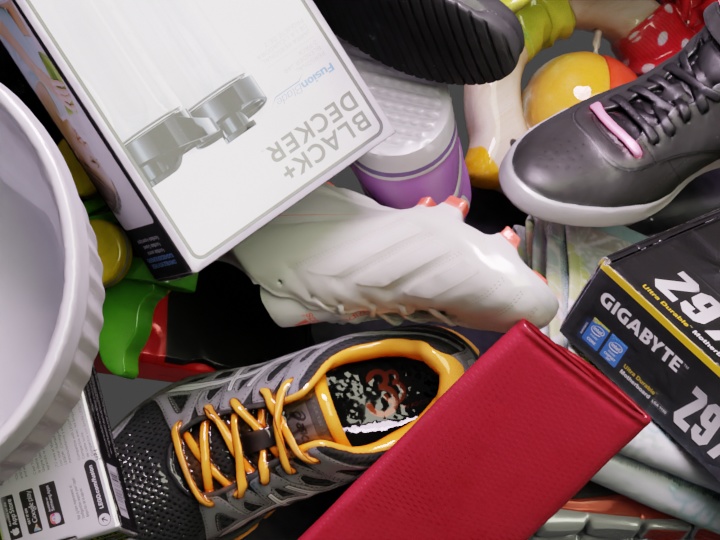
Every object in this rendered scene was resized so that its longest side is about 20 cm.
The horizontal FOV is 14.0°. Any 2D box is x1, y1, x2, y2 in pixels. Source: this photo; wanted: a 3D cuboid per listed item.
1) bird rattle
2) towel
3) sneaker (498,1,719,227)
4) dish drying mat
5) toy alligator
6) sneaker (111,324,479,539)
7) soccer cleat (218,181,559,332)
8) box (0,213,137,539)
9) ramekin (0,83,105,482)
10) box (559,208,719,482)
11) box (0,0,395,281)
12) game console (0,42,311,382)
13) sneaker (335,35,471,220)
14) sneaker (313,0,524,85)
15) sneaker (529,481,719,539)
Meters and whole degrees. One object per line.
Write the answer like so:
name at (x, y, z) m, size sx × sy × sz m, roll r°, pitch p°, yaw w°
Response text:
bird rattle at (0.118, -0.098, 1.468) m, size 0.200 × 0.113 × 0.164 m, roll 17°, pitch 78°, yaw -29°
towel at (0.162, 0.059, 1.390) m, size 0.200 × 0.048 × 0.171 m, roll 22°, pitch 33°, yaw -14°
sneaker at (0.153, -0.088, 1.374) m, size 0.200 × 0.099 × 0.071 m, roll -19°, pitch 57°, yaw -31°
dish drying mat at (0.033, 0.108, 1.299) m, size 0.077 × 0.200 × 0.018 m, roll 38°, pitch 22°, yaw -15°
toy alligator at (-0.103, -0.053, 1.323) m, size 0.054 × 0.059 × 0.201 m, roll -14°, pitch 75°, yaw 20°
sneaker at (-0.037, 0.071, 1.318) m, size 0.200 × 0.077 × 0.078 m, roll -24°, pitch 86°, yaw -4°
soccer cleat at (0.000, 0.000, 1.315) m, size 0.200 × 0.069 × 0.078 m, roll 21°, pitch 69°, yaw 36°
box at (-0.177, 0.035, 1.292) m, size 0.110 × 0.035 × 0.201 m, roll -17°, pitch 77°, yaw 6°
ramekin at (-0.201, 0.009, 1.229) m, size 0.200 × 0.105 × 0.201 m, roll -2°, pitch 79°, yaw 9°
box at (0.209, 0.057, 1.343) m, size 0.200 × 0.049 × 0.160 m, roll 44°, pitch 35°, yaw 19°
box at (-0.088, -0.109, 1.264) m, size 0.117 × 0.060 × 0.200 m, roll -34°, pitch 99°, yaw -19°
game console at (-0.105, -0.047, 1.384) m, size 0.176 × 0.031 × 0.201 m, roll 10°, pitch 69°, yaw -24°
sneaker at (0.006, -0.096, 1.417) m, size 0.072 × 0.114 × 0.201 m, roll -15°, pitch 54°, yaw 5°
sneaker at (0.004, -0.152, 1.340) m, size 0.200 × 0.074 × 0.089 m, roll 26°, pitch 64°, yaw 30°
sneaker at (0.111, 0.095, 1.391) m, size 0.199 × 0.077 × 0.082 m, roll 7°, pitch 63°, yaw -20°
